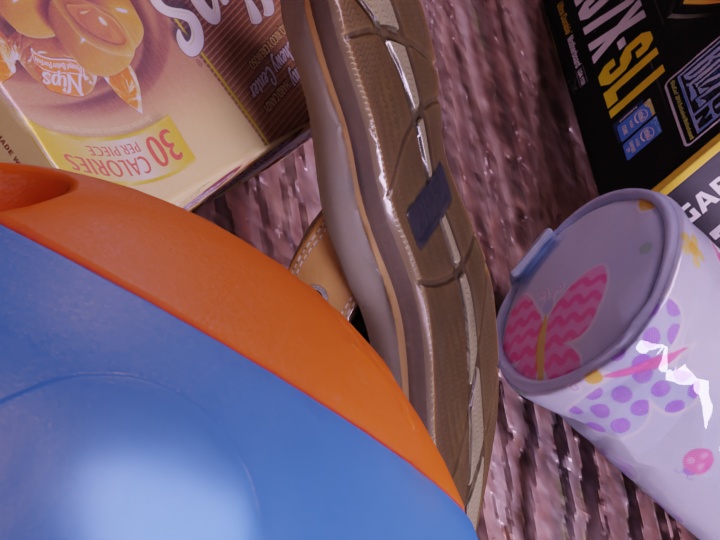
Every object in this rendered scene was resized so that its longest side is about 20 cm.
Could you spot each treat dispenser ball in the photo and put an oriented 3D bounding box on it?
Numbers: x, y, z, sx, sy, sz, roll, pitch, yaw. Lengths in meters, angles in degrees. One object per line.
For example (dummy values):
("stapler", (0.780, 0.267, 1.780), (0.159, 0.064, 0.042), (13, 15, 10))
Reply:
("treat dispenser ball", (-0.073, 0.081, 0.536), (0.201, 0.201, 0.201), (38, 32, -29))

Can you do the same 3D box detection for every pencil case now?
("pencil case", (0.135, 0.056, 1.018), (0.200, 0.083, 0.091), (39, 12, -29))

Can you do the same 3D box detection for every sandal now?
("sandal", (0.000, 0.000, 0.860), (0.080, 0.054, 0.201), (-48, 127, -64))

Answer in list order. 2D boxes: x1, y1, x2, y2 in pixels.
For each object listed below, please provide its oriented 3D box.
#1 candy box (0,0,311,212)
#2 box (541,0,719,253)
("candy box", (-0.077, -0.068, 0.849), (0.116, 0.055, 0.200), (55, 27, 0))
("box", (0.149, -0.097, 1.088), (0.049, 0.160, 0.200), (40, 20, -23))
